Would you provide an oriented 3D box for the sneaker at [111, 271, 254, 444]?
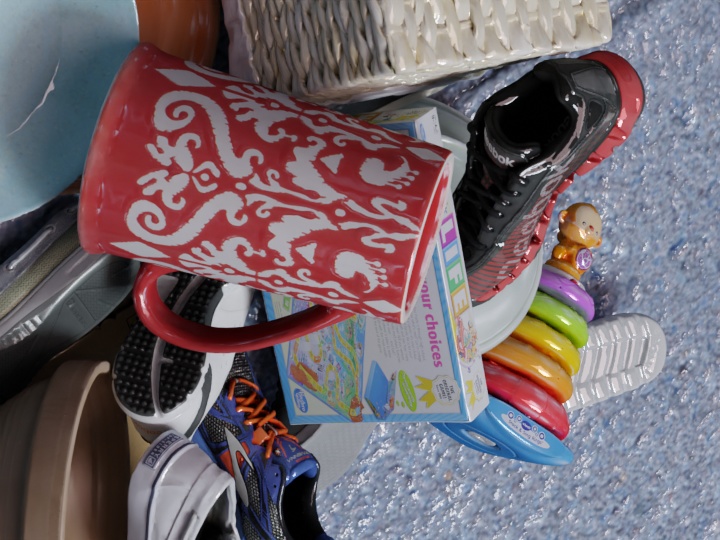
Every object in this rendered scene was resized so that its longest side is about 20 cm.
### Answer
[{"bbox_3d":[-0.109,0.028,1.480,0.080,0.074,0.200,84,26,-57],"label":"sneaker"}]

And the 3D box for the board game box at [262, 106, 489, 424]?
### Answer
[{"bbox_3d":[0.000,0.000,1.438,0.034,0.134,0.201,-37,121,-58],"label":"board game box"}]

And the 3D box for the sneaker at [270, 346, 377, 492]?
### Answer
[{"bbox_3d":[-0.041,0.087,1.590,0.071,0.099,0.200,2,141,-37],"label":"sneaker"}]

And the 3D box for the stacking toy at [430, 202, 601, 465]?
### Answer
[{"bbox_3d":[0.132,0.038,1.657,0.116,0.110,0.200,34,74,-26],"label":"stacking toy"}]

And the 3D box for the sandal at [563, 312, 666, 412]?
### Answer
[{"bbox_3d":[0.141,0.075,1.736,0.202,0.050,0.083,-4,98,-20],"label":"sandal"}]

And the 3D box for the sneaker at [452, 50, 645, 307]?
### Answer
[{"bbox_3d":[0.093,-0.059,1.421,0.098,0.071,0.201,4,128,-55],"label":"sneaker"}]

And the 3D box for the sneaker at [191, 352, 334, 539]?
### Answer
[{"bbox_3d":[-0.066,0.126,1.522,0.075,0.078,0.201,-19,89,-55],"label":"sneaker"}]

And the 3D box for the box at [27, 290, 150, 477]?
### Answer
[{"bbox_3d":[-0.183,0.131,1.520,0.163,0.021,0.200,-34,129,-21],"label":"box"}]

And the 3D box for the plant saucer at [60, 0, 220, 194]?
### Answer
[{"bbox_3d":[-0.178,-0.146,1.382,0.200,0.037,0.201,-19,122,-33],"label":"plant saucer"}]

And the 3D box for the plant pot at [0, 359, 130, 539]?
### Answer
[{"bbox_3d":[-0.208,0.154,1.407,0.092,0.201,0.201,2,116,5],"label":"plant pot"}]

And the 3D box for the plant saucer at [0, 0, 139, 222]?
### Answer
[{"bbox_3d":[-0.224,-0.125,1.303,0.201,0.039,0.202,-18,121,-33],"label":"plant saucer"}]

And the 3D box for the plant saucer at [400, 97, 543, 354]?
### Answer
[{"bbox_3d":[0.044,-0.037,1.526,0.200,0.050,0.201,10,66,-22],"label":"plant saucer"}]

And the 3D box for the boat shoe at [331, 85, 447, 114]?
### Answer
[{"bbox_3d":[0.015,-0.150,1.513,0.200,0.072,0.068,-30,131,-22],"label":"boat shoe"}]

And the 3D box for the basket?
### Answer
[{"bbox_3d":[0.029,-0.209,1.394,0.198,0.161,0.201,-12,96,-36],"label":"basket"}]

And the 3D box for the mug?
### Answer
[{"bbox_3d":[-0.054,-0.036,1.361,0.178,0.199,0.134,94,14,-57],"label":"mug"}]

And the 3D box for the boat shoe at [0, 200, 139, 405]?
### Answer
[{"bbox_3d":[-0.234,0.036,1.415,0.202,0.065,0.074,-40,151,-10],"label":"boat shoe"}]

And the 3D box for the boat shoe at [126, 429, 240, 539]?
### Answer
[{"bbox_3d":[-0.112,0.186,1.463,0.074,0.065,0.200,-49,158,-29],"label":"boat shoe"}]
